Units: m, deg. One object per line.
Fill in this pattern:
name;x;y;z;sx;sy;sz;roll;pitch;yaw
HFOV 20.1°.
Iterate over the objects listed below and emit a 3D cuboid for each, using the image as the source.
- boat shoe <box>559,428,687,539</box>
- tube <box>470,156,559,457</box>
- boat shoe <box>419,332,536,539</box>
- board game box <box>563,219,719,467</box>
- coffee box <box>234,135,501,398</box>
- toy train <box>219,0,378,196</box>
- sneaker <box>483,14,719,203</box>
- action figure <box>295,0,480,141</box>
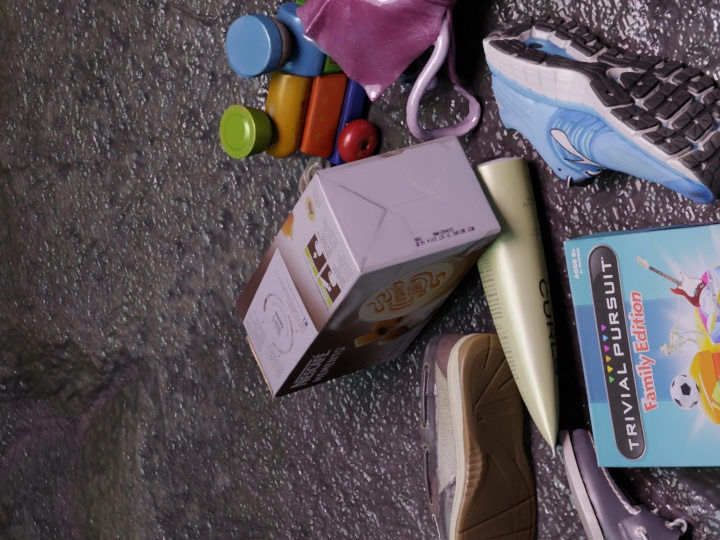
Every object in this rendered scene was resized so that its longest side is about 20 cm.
boat shoe;0.191;0.190;1.344;0.062;0.073;0.201;-24;71;1
tube;0.110;0.025;1.378;0.052;0.058;0.201;-14;87;45
boat shoe;0.078;0.140;1.430;0.065;0.073;0.201;11;104;54
board game box;0.227;0.045;1.270;0.199;0.047;0.152;-7;94;45
coffee box;0.000;0.000;1.398;0.080;0.114;0.200;65;151;18
toy train;-0.054;-0.098;1.469;0.084;0.115;0.201;30;119;37
sneaker;0.163;-0.091;1.303;0.200;0.078;0.090;35;140;39
action figure;0.044;-0.195;1.339;0.149;0.134;0.200;58;135;18
